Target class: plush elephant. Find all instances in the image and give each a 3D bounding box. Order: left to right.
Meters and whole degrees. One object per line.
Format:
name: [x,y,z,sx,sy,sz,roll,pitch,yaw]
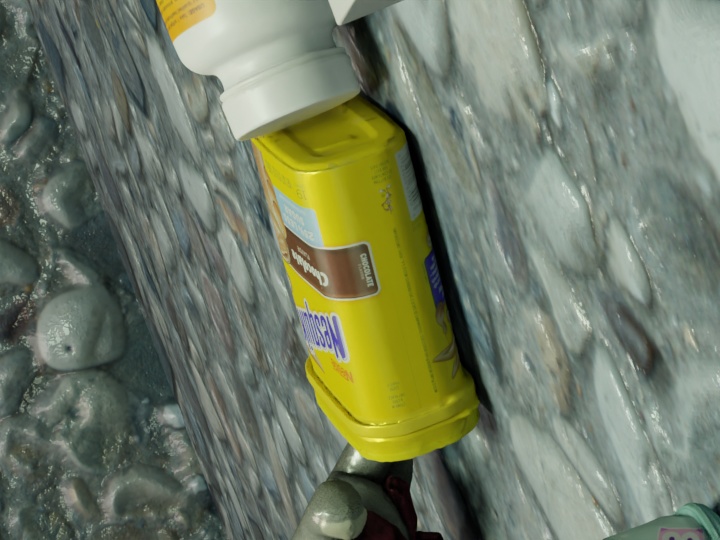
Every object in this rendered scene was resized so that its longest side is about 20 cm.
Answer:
plush elephant: [0.028,0.209,1.542,0.200,0.155,0.165,-63,-4,32]

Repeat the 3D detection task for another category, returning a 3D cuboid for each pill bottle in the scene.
pill bottle: [-0.073,-0.186,1.355,0.111,0.111,0.201,152,97,-79]

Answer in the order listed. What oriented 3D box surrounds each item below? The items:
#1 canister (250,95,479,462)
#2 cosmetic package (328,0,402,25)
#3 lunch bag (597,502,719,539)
canister: [0.000,0.000,1.419,0.149,0.086,0.201,-136,29,-64]
cosmetic package: [0.010,-0.190,1.113,0.200,0.051,0.083,143,104,-78]
lunch bag: [0.160,0.214,1.078,0.200,0.077,0.161,90,155,-62]
